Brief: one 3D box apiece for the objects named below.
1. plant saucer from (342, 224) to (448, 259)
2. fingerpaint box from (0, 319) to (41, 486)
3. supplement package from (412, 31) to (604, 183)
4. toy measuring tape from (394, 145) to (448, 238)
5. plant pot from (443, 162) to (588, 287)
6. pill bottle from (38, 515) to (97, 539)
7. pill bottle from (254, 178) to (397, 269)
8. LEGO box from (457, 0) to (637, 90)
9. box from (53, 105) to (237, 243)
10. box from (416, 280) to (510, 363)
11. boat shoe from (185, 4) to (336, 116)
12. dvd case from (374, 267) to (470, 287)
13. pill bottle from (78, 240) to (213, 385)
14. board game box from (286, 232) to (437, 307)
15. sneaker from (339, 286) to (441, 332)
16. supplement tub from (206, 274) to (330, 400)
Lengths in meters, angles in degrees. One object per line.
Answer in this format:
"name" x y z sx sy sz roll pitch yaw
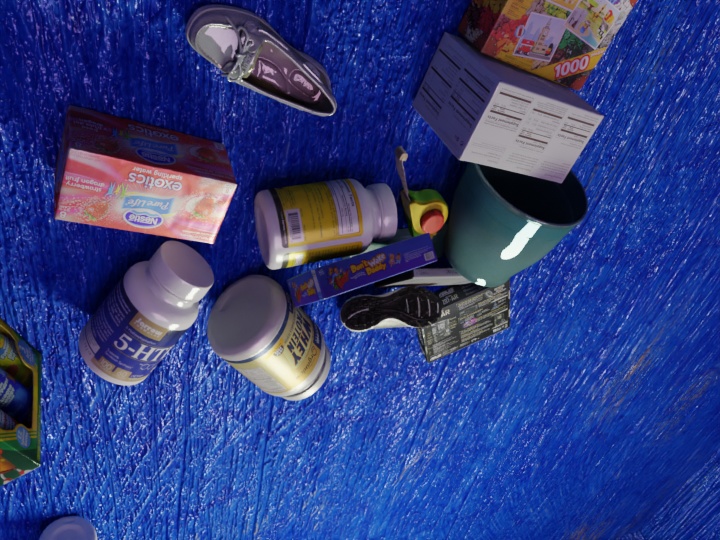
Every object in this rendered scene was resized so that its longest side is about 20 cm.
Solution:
"plant saucer" 0.065 -0.041 1.057 0.196 0.019 0.071 -6 132 -21
"fingerpaint box" -0.506 0.155 0.812 0.072 0.202 0.168 -25 137 -4
"supplement package" 0.201 -0.224 0.849 0.196 0.157 0.112 6 127 -31
"toy measuring tape" 0.100 -0.121 0.962 0.072 0.074 0.202 -23 138 -5
"plant pot" 0.228 -0.083 0.984 0.196 0.203 0.189 -1 142 -26
"pill bottle" -0.612 0.612 1.259 0.109 0.112 0.202 2 130 -29
"pill bottle" -0.050 -0.073 0.896 0.196 0.113 0.114 -10 135 -18
"LEGO box" 0.252 -0.349 0.815 0.196 0.078 0.151 6 128 -32
"box" -0.267 -0.113 0.757 0.197 0.096 0.104 9 127 -34
"box" 0.209 0.092 1.239 0.196 0.044 0.162 -23 137 -6
"boat shoe" -0.112 -0.247 0.732 0.200 0.065 0.075 22 119 -40
"dvd case" 0.140 0.013 1.083 0.196 0.018 0.142 -2 172 -26
"pill bottle" -0.306 0.059 0.884 0.119 0.121 0.200 26 115 -42
"board game box" 0.000 0.000 0.934 0.197 0.046 0.134 -18 180 -27
"sneaker" 0.054 0.071 1.117 0.195 0.076 0.079 -3 175 -12
"supplement tub" -0.144 0.118 1.005 0.143 0.146 0.201 -32 138 5
